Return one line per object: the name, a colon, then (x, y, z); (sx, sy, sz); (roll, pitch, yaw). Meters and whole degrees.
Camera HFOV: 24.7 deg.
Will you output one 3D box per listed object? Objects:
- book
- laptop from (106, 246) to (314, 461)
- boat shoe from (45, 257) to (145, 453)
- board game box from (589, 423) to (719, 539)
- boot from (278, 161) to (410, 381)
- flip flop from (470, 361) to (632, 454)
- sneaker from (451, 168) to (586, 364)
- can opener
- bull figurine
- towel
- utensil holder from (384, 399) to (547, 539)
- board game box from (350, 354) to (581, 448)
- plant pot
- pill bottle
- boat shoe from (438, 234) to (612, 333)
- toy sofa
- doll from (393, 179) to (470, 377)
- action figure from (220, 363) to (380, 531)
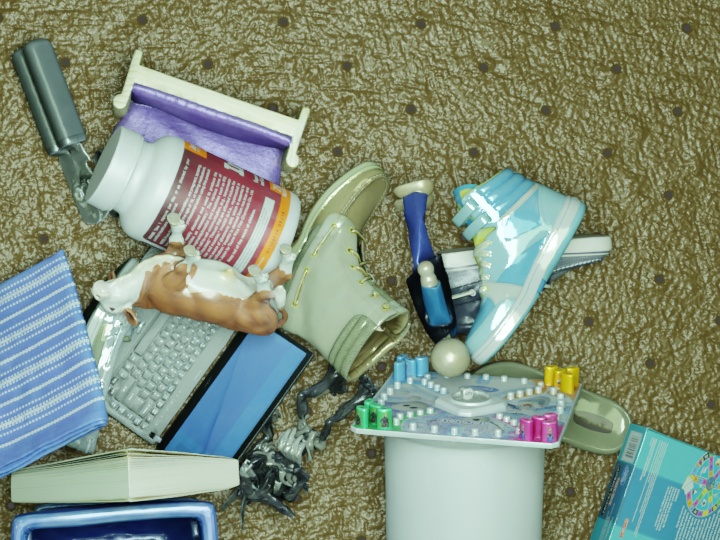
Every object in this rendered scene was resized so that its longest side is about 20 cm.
book: (-0.231, 0.207, 1.609); (0.133, 0.200, 0.048); (6, 76, -44)
laptop: (-0.182, 0.097, 1.687); (0.200, 0.103, 0.177); (37, 84, -6)
boat shoe: (-0.262, 0.084, 1.673); (0.065, 0.074, 0.202); (26, 77, -16)
board game box: (0.360, 0.270, 1.774); (0.200, 0.047, 0.151); (21, 86, -16)
boot: (0.000, 0.000, 1.693); (0.155, 0.072, 0.200); (37, 89, 33)
flip flop: (0.201, 0.151, 1.762); (0.199, 0.058, 0.081); (18, 87, -7)
sneaker: (0.130, -0.014, 1.686); (0.130, 0.080, 0.200); (31, 79, 1)
can opener: (-0.296, -0.145, 1.712); (0.067, 0.053, 0.200); (-21, 92, -40)
bull figurine: (-0.161, 0.011, 1.618); (0.199, 0.122, 0.065); (11, 49, -18)
towel: (-0.333, 0.094, 1.640); (0.145, 0.024, 0.200); (-27, 64, 15)
utensil holder: (0.105, 0.231, 1.675); (0.169, 0.170, 0.201); (-1, 103, -8)
board game box: (0.110, 0.126, 1.628); (0.199, 0.200, 0.026); (4, 104, 13)
plant pot: (-0.242, 0.323, 1.636); (0.199, 0.180, 0.201); (-2, 90, -8)
pill bottle: (-0.171, -0.067, 1.672); (0.200, 0.113, 0.113); (25, 86, -18)
boat shoe: (0.173, 0.015, 1.759); (0.199, 0.075, 0.093); (-7, 94, 1)
toy sofa: (-0.158, -0.149, 1.706); (0.200, 0.083, 0.098); (19, 85, -7)
doll: (0.071, 0.012, 1.668); (0.048, 0.136, 0.201); (-11, 73, -1)
action figure: (-0.076, 0.171, 1.696); (0.200, 0.102, 0.119); (-46, 50, -11)
